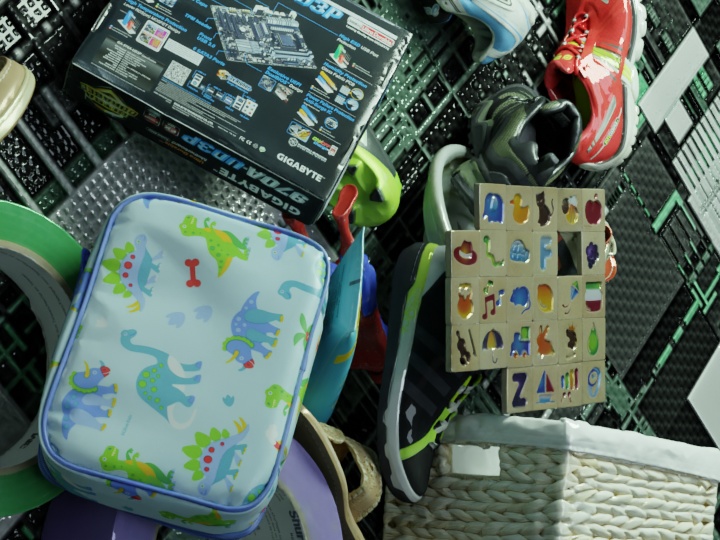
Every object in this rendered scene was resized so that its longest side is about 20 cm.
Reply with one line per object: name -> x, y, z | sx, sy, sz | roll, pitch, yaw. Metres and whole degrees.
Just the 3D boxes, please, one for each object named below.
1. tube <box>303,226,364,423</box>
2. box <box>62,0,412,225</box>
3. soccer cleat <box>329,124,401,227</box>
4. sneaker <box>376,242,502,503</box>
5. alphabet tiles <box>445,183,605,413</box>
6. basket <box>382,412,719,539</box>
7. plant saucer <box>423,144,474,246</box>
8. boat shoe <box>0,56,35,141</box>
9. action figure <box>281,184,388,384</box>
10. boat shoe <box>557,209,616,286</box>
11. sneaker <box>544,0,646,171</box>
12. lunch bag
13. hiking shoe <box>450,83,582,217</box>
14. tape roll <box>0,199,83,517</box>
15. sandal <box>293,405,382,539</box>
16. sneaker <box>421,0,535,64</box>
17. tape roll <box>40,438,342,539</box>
tube -> -0.024, 0.051, 1.215 | 0.050, 0.200, 0.078 | 6, 61, -11
box -> -0.084, -0.146, 1.225 | 0.200, 0.046, 0.159 | 28, 61, -3
soccer cleat -> -0.035, -0.122, 1.325 | 0.200, 0.067, 0.081 | 57, 19, -10
sneaker -> 0.061, 0.075, 1.275 | 0.072, 0.083, 0.200 | -19, 114, -78
alphabet tiles -> 0.125, 0.021, 1.291 | 0.200, 0.008, 0.167 | -1, 91, -49
basket -> 0.144, 0.200, 1.351 | 0.200, 0.198, 0.161 | 13, 79, -42
plant saucer -> 0.100, -0.003, 1.410 | 0.200, 0.050, 0.200 | 42, 32, -34
boat shoe -> -0.280, -0.079, 1.075 | 0.200, 0.071, 0.065 | -50, 118, -34
action figure -> 0.000, 0.000, 1.317 | 0.099, 0.065, 0.200 | -73, 155, -43
boat shoe -> 0.177, -0.020, 1.437 | 0.200, 0.063, 0.071 | 18, 48, -62
sneaker -> 0.201, -0.189, 1.545 | 0.085, 0.077, 0.200 | 3, 82, -38
lunch bag -> -0.112, 0.057, 1.101 | 0.161, 0.082, 0.200 | 15, 65, -1
hiking shoe -> 0.140, -0.103, 1.408 | 0.076, 0.101, 0.200 | 54, 27, -19
tape roll -> -0.245, 0.056, 1.104 | 0.200, 0.048, 0.201 | 8, 78, -43
sandal -> -0.016, 0.158, 1.280 | 0.070, 0.078, 0.212 | -45, 128, -39
sneaker -> 0.063, -0.251, 1.431 | 0.200, 0.072, 0.072 | 44, 83, -22
tape roll -> -0.111, 0.198, 1.184 | 0.200, 0.085, 0.200 | 8, 79, -43
